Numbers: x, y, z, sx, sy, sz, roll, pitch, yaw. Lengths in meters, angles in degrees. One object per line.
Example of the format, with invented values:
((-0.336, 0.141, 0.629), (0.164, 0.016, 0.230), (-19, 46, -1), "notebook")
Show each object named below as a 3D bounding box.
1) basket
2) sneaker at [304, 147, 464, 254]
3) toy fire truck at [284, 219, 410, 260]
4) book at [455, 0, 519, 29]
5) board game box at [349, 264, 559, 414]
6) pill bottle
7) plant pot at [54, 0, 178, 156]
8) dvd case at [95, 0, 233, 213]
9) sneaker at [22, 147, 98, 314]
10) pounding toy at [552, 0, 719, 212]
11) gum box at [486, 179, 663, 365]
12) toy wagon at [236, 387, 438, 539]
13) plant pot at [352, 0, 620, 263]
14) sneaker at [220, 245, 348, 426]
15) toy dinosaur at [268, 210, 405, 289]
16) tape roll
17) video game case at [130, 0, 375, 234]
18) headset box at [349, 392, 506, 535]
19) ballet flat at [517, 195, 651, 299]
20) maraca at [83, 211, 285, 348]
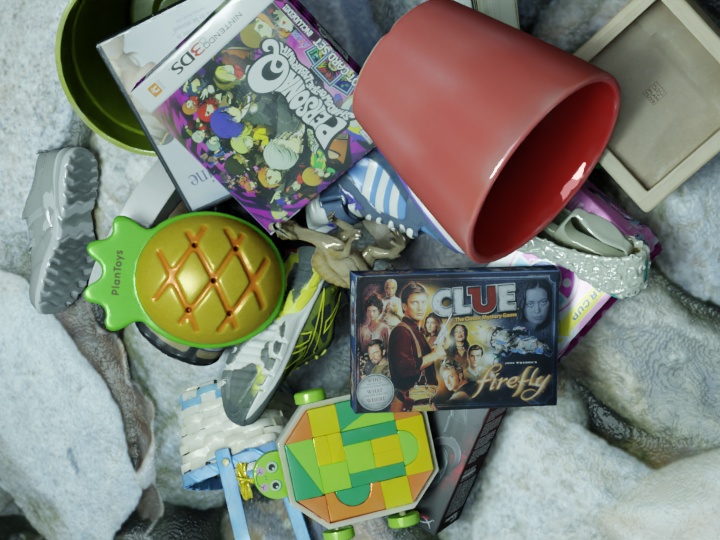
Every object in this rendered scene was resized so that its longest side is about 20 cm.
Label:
((-0.111, 0.217, 1.565), (0.139, 0.176, 0.200), (-25, 72, 11), "basket")
((0.019, -0.064, 1.480), (0.146, 0.081, 0.200), (-43, 82, 29), "sneaker")
((0.016, -0.065, 1.544), (0.200, 0.049, 0.141), (-2, 95, 23), "toy fire truck")
((0.125, -0.192, 1.446), (0.048, 0.134, 0.200), (-9, 91, -10), "book")
((0.090, 0.065, 1.401), (0.200, 0.035, 0.136), (-2, 99, -9), "board game box")
((-0.155, -0.003, 1.591), (0.112, 0.112, 0.200), (39, 108, 15), "pill bottle")
((-0.198, -0.244, 1.524), (0.200, 0.193, 0.201), (1, 113, 2), "plant pot")
((-0.153, -0.167, 1.440), (0.143, 0.018, 0.200), (-24, 110, 12), "dvd case")
((-0.358, -0.048, 1.707), (0.082, 0.075, 0.200), (13, 94, 36), "sneaker")
((0.260, -0.170, 1.397), (0.200, 0.142, 0.184), (-43, 89, 20), "pounding toy")
((0.198, 0.007, 1.462), (0.114, 0.066, 0.200), (44, 110, 15), "gum box")
((-0.025, 0.194, 1.462), (0.200, 0.040, 0.155), (-12, 90, -10), "toy wagon")
((0.103, -0.137, 1.297), (0.177, 0.200, 0.201), (42, 110, 24), "plant pot")
((-0.069, 0.077, 1.502), (0.074, 0.085, 0.200), (14, 71, 48), "sneaker")
((0.000, 0.000, 1.451), (0.101, 0.058, 0.200), (-22, 120, 42), "toy dinosaur")
((-0.224, -0.046, 1.568), (0.037, 0.203, 0.203), (31, 107, 4), "tape roll")
((-0.089, -0.161, 1.407), (0.181, 0.036, 0.200), (-38, 106, 20), "video game case")
((0.066, 0.150, 1.529), (0.149, 0.077, 0.200), (28, 107, 19), "headset box")
((0.189, -0.043, 1.384), (0.200, 0.072, 0.072), (26, 105, 15), "ballet flat")
((-0.174, 0.008, 1.454), (0.200, 0.107, 0.137), (4, 86, -12), "maraca")
